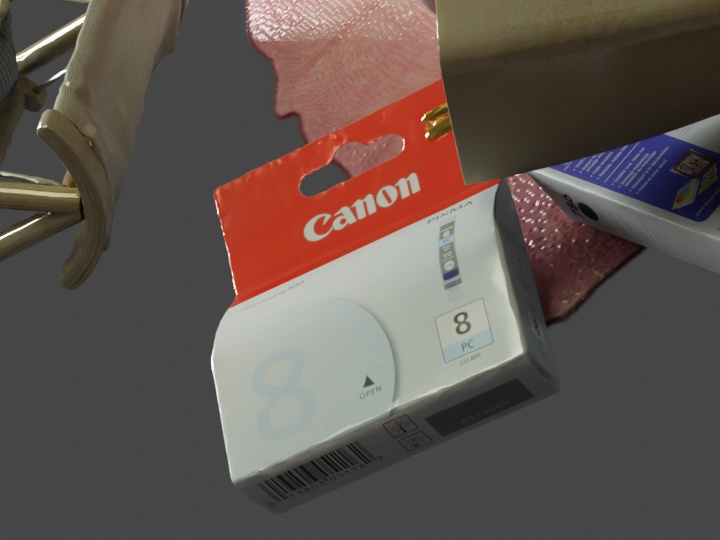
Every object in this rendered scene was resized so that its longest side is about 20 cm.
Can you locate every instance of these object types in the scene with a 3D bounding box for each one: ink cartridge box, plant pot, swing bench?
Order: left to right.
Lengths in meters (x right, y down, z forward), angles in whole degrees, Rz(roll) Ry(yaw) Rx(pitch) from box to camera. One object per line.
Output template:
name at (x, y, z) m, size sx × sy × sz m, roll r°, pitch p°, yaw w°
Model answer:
swing bench at (-0.198, -0.094, 1.698) m, size 0.199 × 0.130 × 0.200 m, roll -8°, pitch 44°, yaw 26°
ink cartridge box at (0.000, 0.000, 1.450) m, size 0.159 × 0.047 × 0.201 m, roll -25°, pitch 55°, yaw 18°
plant pot at (0.122, -0.166, 1.349) m, size 0.176 × 0.200 × 0.201 m, roll -4°, pitch 76°, yaw 5°
ink cartridge box at (0.159, -0.057, 1.427) m, size 0.100 × 0.039 × 0.200 m, roll -48°, pitch 39°, yaw -14°

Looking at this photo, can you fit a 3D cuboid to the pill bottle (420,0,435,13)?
pill bottle at (0.123, -0.194, 1.543) m, size 0.199 × 0.114 × 0.114 m, roll -3°, pitch 48°, yaw 38°
